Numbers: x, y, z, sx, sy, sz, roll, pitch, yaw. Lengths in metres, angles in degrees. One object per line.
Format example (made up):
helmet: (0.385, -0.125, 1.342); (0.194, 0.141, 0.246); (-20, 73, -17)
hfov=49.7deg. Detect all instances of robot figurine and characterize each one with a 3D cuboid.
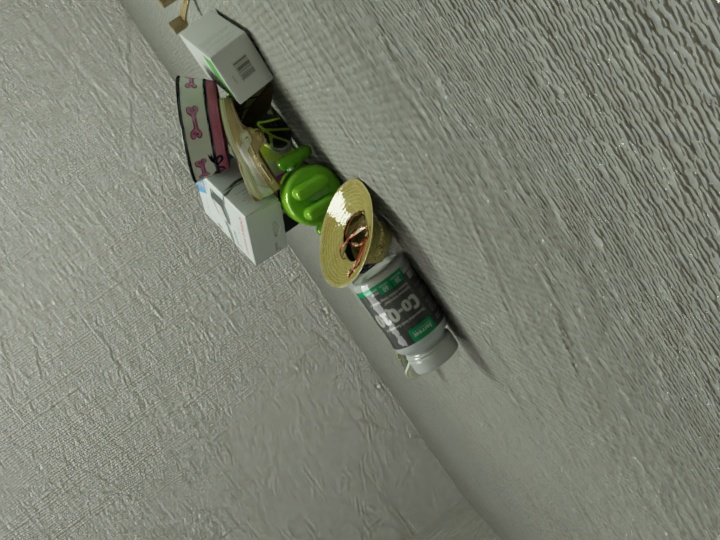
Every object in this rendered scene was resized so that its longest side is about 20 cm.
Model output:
robot figurine: (-0.100, -0.148, 1.517); (0.176, 0.115, 0.200); (58, 172, -14)

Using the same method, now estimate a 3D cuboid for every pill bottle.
pill bottle: (0.085, 0.079, 1.402); (0.201, 0.113, 0.113); (54, 173, -9)

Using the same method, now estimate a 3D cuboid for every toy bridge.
toy bridge: (-0.383, -0.565, 1.589); (0.027, 0.067, 0.200); (51, 171, 17)

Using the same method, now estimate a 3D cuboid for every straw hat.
straw hat: (0.008, -0.054, 1.350); (0.084, 0.203, 0.201); (10, -165, -27)

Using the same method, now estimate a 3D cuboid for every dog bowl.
dog bowl: (-0.297, -0.272, 1.481); (0.200, 0.073, 0.202); (171, 90, -85)

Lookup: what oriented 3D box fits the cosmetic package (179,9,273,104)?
cosmetic package: (-0.251, -0.401, 1.448); (0.200, 0.085, 0.108); (43, 170, 52)

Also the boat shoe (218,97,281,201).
boat shoe: (-0.206, -0.233, 1.454); (0.074, 0.066, 0.202); (-107, -3, -70)

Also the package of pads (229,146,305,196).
package of pads: (-0.214, -0.226, 1.703); (0.201, 0.154, 0.068); (52, 158, 12)

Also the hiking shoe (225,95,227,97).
hiking shoe: (-0.335, -0.394, 1.941); (0.076, 0.100, 0.200); (55, 173, -9)

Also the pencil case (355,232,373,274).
pencil case: (-0.003, -0.050, 1.507); (0.200, 0.077, 0.090); (90, 160, -78)

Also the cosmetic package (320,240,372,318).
cosmetic package: (0.000, 0.000, 1.699); (0.200, 0.090, 0.107); (50, 172, 5)

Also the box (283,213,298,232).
box: (-0.225, -0.232, 1.921); (0.200, 0.124, 0.197); (49, 173, 30)

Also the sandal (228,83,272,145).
sandal: (-0.229, -0.318, 1.543); (0.200, 0.079, 0.055); (124, 139, -57)

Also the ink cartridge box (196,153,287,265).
ink cartridge box: (-0.245, -0.131, 1.584); (0.200, 0.083, 0.146); (43, 153, 31)

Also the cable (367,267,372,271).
cable: (0.079, 0.076, 1.557); (0.200, 0.050, 0.097); (41, -179, -36)

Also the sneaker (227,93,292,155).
sneaker: (-0.216, -0.316, 1.652); (0.201, 0.075, 0.077); (53, 172, 20)

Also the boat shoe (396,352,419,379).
boat shoe: (0.123, 0.197, 1.882); (0.060, 0.072, 0.202); (51, 166, 33)
